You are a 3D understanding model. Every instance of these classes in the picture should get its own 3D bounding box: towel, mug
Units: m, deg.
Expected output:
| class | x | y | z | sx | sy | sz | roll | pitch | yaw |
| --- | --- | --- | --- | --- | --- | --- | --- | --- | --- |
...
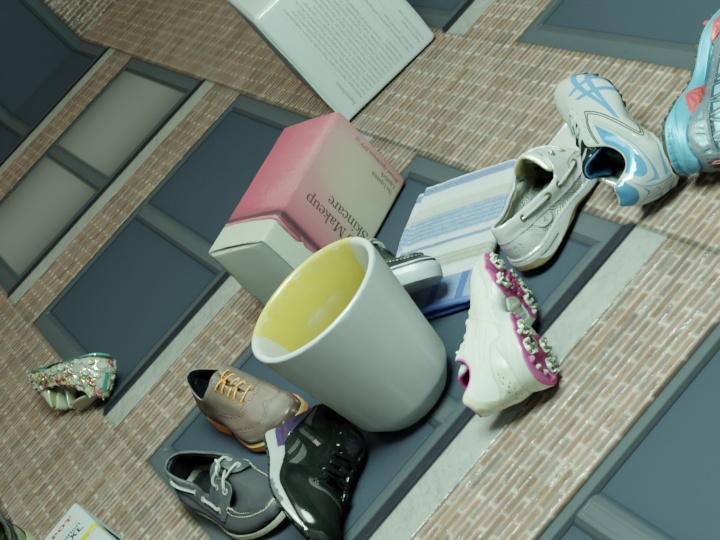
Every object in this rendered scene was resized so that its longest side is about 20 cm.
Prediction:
| class | x | y | z | sx | sy | sz | roll | pitch | yaw |
| --- | --- | --- | --- | --- | --- | --- | --- | --- | --- |
| towel | 0.093 | -0.026 | 1.637 | 0.147 | 0.024 | 0.200 | -18 | 38 | 41 |
| mug | 0.004 | 0.062 | 1.488 | 0.149 | 0.153 | 0.187 | -32 | 28 | 27 |

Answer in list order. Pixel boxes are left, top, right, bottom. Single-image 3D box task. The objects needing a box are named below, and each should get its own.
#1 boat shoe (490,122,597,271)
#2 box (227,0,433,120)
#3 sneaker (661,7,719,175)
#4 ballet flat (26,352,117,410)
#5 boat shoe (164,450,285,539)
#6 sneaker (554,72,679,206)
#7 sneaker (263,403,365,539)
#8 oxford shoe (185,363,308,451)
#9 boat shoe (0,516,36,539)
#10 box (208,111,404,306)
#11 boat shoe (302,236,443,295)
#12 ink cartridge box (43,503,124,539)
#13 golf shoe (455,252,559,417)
| class | x | y | z | sx | sy | sz | roll | pitch | yaw |
| --- | --- | --- | --- | --- | --- | --- | --- | --- | --- |
| boat shoe | 0.184 | -0.093 | 1.538 | 0.071 | 0.069 | 0.200 | -18 | 34 | 45 |
| box | -0.045 | -0.344 | 2.110 | 0.171 | 0.200 | 0.199 | -43 | 26 | 1 |
| sneaker | 0.350 | -0.164 | 1.416 | 0.095 | 0.079 | 0.200 | 5 | 58 | 38 |
| ballet flat | -0.385 | 0.151 | 2.056 | 0.200 | 0.075 | 0.064 | -17 | 71 | 54 |
| boat shoe | -0.137 | 0.219 | 1.575 | 0.200 | 0.063 | 0.073 | 1 | 52 | 57 |
| sneaker | 0.228 | -0.127 | 1.487 | 0.072 | 0.072 | 0.200 | -21 | 37 | -10 |
| sneaker | -0.036 | 0.183 | 1.469 | 0.087 | 0.076 | 0.200 | -36 | 26 | 6 |
| oxford shoe | -0.127 | 0.141 | 1.663 | 0.200 | 0.073 | 0.071 | 0 | 51 | 56 |
| boat shoe | -0.411 | 0.355 | 1.787 | 0.072 | 0.066 | 0.201 | -40 | 26 | 11 |
| box | -0.059 | -0.062 | 1.797 | 0.109 | 0.128 | 0.200 | -11 | 42 | 49 |
| boat shoe | 0.000 | 0.000 | 1.603 | 0.200 | 0.072 | 0.071 | -14 | 81 | 44 |
| ink cartridge box | -0.282 | 0.341 | 1.592 | 0.146 | 0.083 | 0.200 | -51 | 26 | -11 |
| golf shoe | 0.117 | 0.056 | 1.424 | 0.091 | 0.075 | 0.200 | -41 | 24 | 18 |
